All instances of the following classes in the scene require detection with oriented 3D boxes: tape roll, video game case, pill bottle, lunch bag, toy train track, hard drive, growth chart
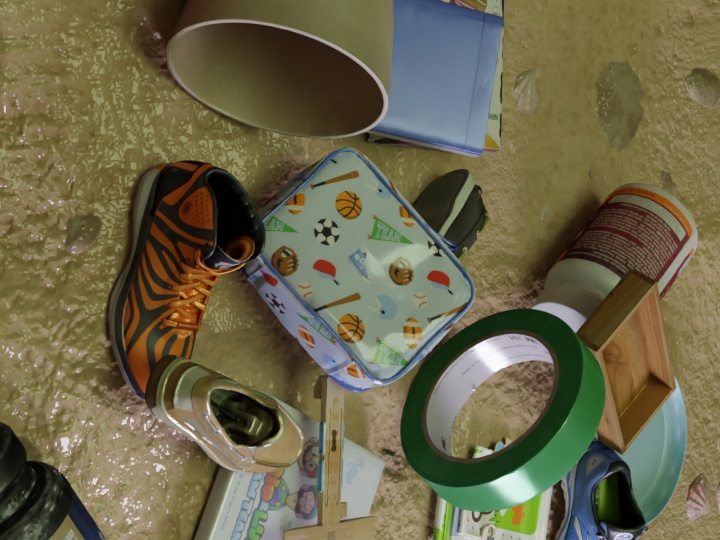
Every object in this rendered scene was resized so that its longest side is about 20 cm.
[{"bbox_3d":[0.133,0.130,1.524,0.048,0.200,0.201,47,60,-37],"label":"tape roll"},{"bbox_3d":[-0.068,0.232,1.448,0.182,0.024,0.201,34,67,-41],"label":"video game case"},{"bbox_3d":[0.267,0.008,1.719,0.200,0.114,0.114,-48,123,-34],"label":"pill bottle"},{"bbox_3d":[0.000,0.000,1.420,0.200,0.076,0.160,49,65,-7],"label":"lunch bag"},{"bbox_3d":[-0.247,0.215,1.201,0.112,0.112,0.200,-48,124,-33],"label":"pill bottle"},{"bbox_3d":[-0.036,0.192,1.438,0.114,0.032,0.201,0,93,-47],"label":"toy train track"},{"bbox_3d":[0.025,-0.188,1.459,0.199,0.025,0.132,11,82,-16],"label":"hard drive"},{"bbox_3d":[0.138,0.246,1.666,0.200,0.018,0.145,5,87,-47],"label":"growth chart"}]

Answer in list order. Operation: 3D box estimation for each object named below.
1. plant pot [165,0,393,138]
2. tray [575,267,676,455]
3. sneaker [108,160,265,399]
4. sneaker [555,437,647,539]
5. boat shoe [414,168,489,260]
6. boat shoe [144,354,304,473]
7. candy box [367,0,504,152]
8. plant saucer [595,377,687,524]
[{"bbox_3d":[-0.049,-0.243,1.349,0.187,0.187,0.201,33,60,-41],"label":"plant pot"},{"bbox_3d":[0.270,0.095,1.643,0.099,0.037,0.200,-47,144,-18],"label":"tray"},{"bbox_3d":[-0.139,0.010,1.303,0.077,0.112,0.201,4,89,-45],"label":"sneaker"},{"bbox_3d":[0.255,0.284,1.718,0.078,0.089,0.201,-7,103,-21],"label":"sneaker"},{"bbox_3d":[0.064,-0.012,1.540,0.061,0.072,0.201,55,52,-27],"label":"boat shoe"},{"bbox_3d":[-0.093,0.129,1.325,0.200,0.076,0.072,32,72,-55],"label":"boat shoe"},{"bbox_3d":[0.075,-0.217,1.551,0.136,0.061,0.201,0,92,-46],"label":"candy box"},{"bbox_3d":[0.305,0.191,1.827,0.200,0.027,0.201,-3,95,-46],"label":"plant saucer"}]
